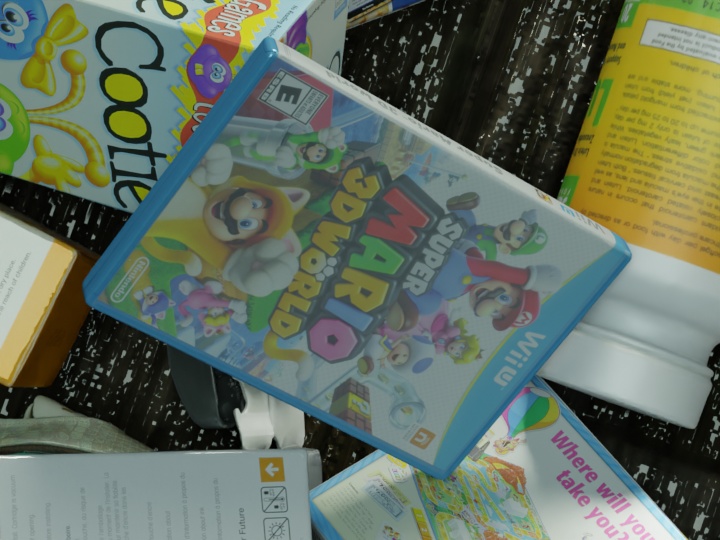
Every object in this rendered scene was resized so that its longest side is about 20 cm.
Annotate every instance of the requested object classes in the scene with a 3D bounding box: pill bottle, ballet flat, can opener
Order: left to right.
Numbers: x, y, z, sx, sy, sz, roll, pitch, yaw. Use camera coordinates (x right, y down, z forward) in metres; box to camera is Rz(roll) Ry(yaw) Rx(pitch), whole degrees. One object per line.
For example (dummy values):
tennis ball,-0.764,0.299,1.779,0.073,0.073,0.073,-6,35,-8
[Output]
ballet flat,-0.175,0.084,1.265,0.200,0.067,0.062,4,52,0
can opener,-0.049,0.102,1.272,0.066,0.053,0.200,-9,84,36
pill bottle,0.150,-0.033,1.235,0.111,0.111,0.200,19,88,3

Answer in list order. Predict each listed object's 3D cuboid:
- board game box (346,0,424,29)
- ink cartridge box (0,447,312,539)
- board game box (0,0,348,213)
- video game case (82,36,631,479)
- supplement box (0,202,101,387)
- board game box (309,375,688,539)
board game box,-0.025,-0.211,1.226,0.151,0.046,0.200,-21,115,-10
ink cartridge box,-0.115,0.178,1.163,0.200,0.047,0.198,0,77,-17
board game box,-0.117,-0.102,1.190,0.200,0.105,0.103,17,125,13
video game case,0.000,0.000,1.155,0.200,0.018,0.143,28,112,-27
supplement box,-0.226,-0.020,1.238,0.200,0.126,0.074,26,89,2
board game box,0.081,0.147,1.203,0.134,0.034,0.200,-30,56,-17
